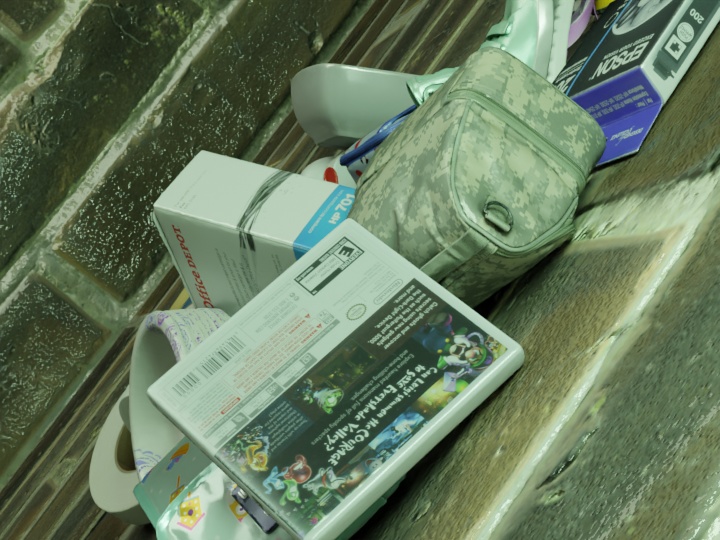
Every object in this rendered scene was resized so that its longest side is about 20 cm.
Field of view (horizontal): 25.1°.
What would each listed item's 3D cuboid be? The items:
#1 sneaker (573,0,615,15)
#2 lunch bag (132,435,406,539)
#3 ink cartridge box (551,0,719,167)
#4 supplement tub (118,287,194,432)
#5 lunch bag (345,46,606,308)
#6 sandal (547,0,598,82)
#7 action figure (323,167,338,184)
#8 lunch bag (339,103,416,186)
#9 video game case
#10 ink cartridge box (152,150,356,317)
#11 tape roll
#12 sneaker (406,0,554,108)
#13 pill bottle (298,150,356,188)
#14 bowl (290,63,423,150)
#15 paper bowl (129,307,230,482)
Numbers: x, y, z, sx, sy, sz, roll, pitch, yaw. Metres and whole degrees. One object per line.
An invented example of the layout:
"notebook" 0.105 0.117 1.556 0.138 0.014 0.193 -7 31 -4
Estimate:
"sneaker" 0.219 -0.290 1.529 0.070 0.090 0.200 -14 11 -10
"lunch bag" -0.061 0.163 1.176 0.170 0.122 0.200 -45 22 -2
"ink cartridge box" 0.213 -0.164 1.320 0.200 0.043 0.198 -56 12 -18
"supplement tub" -0.148 0.094 1.679 0.145 0.145 0.200 -36 19 54
"lunch bag" 0.073 -0.043 1.239 0.200 0.139 0.168 -39 16 50
"sandal" 0.190 -0.221 1.455 0.082 0.050 0.203 -119 38 -77
"action figure" -0.052 -0.048 1.506 0.200 0.065 0.052 -35 63 55
"lunch bag" 0.087 -0.139 1.541 0.200 0.076 0.160 -33 2 -24
"video game case" -0.019 0.074 1.119 0.200 0.182 0.023 -41 -36 -17
"ink cartridge box" -0.065 -0.011 1.425 0.200 0.147 0.086 17 55 31
"tape roll" -0.226 0.185 1.808 0.203 0.037 0.203 -34 37 30
"sneaker" 0.103 -0.188 1.426 0.074 0.118 0.201 143 134 -82
"pill bottle" -0.041 -0.062 1.835 0.200 0.112 0.112 -37 17 54
"bowl" 0.027 -0.169 1.767 0.200 0.199 0.075 175 101 -75
"paper bowl" -0.135 0.133 1.460 0.201 0.104 0.201 176 90 -67
